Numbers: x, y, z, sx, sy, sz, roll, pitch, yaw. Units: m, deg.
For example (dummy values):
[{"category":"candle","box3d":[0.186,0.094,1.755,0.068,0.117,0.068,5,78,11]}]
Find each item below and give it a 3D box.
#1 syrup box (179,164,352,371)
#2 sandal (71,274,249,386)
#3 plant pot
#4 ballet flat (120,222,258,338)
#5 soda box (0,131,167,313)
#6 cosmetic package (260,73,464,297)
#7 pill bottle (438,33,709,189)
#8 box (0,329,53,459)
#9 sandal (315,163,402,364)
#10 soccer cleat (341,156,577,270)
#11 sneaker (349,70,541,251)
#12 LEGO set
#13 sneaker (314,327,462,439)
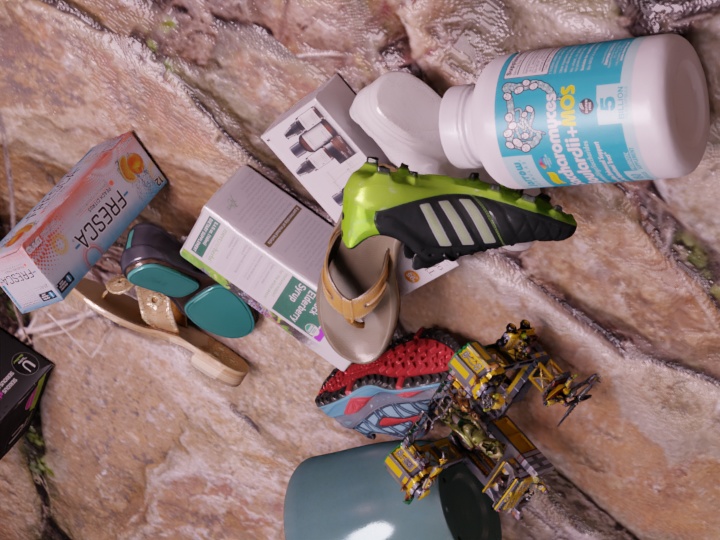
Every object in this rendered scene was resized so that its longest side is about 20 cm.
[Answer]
[{"category":"syrup box","box3d":[-0.063,-0.002,1.450,0.200,0.081,0.079,36,137,1]},{"category":"sandal","box3d":[-0.200,0.038,1.592,0.212,0.078,0.070,32,104,-5]},{"category":"plant pot","box3d":[0.045,0.262,1.530,0.161,0.201,0.201,-23,112,27]},{"category":"ballet flat","box3d":[-0.169,0.005,1.516,0.073,0.073,0.200,-2,158,32]},{"category":"soda box","box3d":[-0.271,-0.049,1.451,0.064,0.200,0.068,-17,117,39]},{"category":"cosmetic package","box3d":[0.008,-0.074,1.370,0.200,0.051,0.083,48,135,-12]},{"category":"pill bottle","box3d":[0.165,-0.122,1.194,0.200,0.111,0.111,-3,124,33]},{"category":"box","box3d":[-0.491,0.133,1.787,0.200,0.124,0.149,34,136,4]},{"category":"sandal","box3d":[0.000,0.000,1.344,0.080,0.054,0.200,20,122,12]},{"category":"soccer cleat","box3d":[0.079,-0.039,1.242,0.200,0.068,0.081,9,107,-15]},{"category":"sneaker","box3d":[0.074,-0.092,1.315,0.200,0.075,0.088,44,155,-12]},{"category":"LEGO set","box3d":[0.128,0.157,1.398,0.116,0.154,0.200,47,117,26]},{"category":"sneaker","box3d":[0.050,0.120,1.500,0.096,0.079,0.200,44,144,-22]}]
